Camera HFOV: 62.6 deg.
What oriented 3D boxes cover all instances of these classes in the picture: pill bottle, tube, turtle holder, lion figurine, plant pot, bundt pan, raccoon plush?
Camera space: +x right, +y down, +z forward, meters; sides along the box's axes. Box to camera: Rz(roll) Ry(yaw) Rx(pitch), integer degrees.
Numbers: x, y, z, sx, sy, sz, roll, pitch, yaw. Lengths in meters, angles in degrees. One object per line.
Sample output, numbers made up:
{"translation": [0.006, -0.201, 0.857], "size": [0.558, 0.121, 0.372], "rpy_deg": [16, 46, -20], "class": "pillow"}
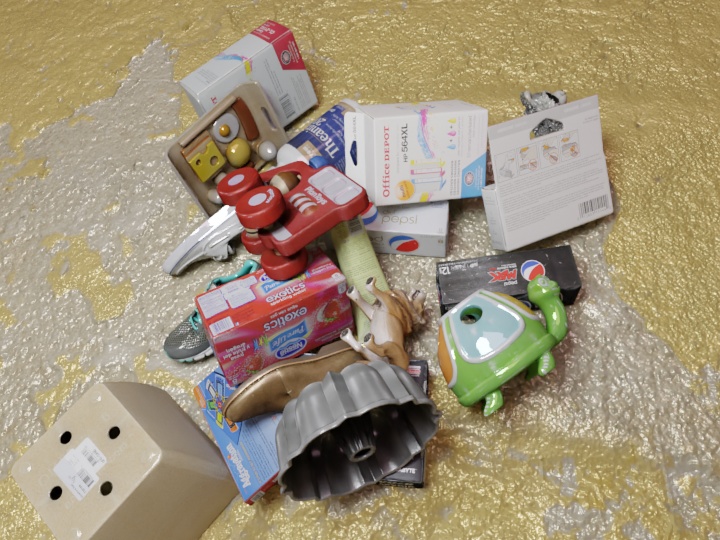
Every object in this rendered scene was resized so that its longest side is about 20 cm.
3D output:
{"translation": [-0.067, -0.180, 0.972], "size": [0.199, 0.112, 0.111], "rpy_deg": [-41, 64, -14], "class": "pill bottle"}
{"translation": [0.000, 0.000, 0.869], "size": [0.057, 0.052, 0.204], "rpy_deg": [-18, 93, 37], "class": "tube"}
{"translation": [0.181, 0.088, 0.764], "size": [0.185, 0.140, 0.133], "rpy_deg": [-41, 74, 22], "class": "turtle holder"}
{"translation": [0.036, 0.085, 0.777], "size": [0.072, 0.122, 0.202], "rpy_deg": [-29, 29, 31], "class": "lion figurine"}
{"translation": [-0.295, 0.255, 0.734], "size": [0.198, 0.178, 0.200], "rpy_deg": [36, 71, 23], "class": "plant pot"}
{"translation": [-0.011, 0.178, 0.678], "size": [0.199, 0.204, 0.076], "rpy_deg": [-25, 52, -7], "class": "bundt pan"}
{"translation": [0.285, -0.208, 0.957], "size": [0.133, 0.097, 0.200], "rpy_deg": [33, 70, 30], "class": "raccoon plush"}

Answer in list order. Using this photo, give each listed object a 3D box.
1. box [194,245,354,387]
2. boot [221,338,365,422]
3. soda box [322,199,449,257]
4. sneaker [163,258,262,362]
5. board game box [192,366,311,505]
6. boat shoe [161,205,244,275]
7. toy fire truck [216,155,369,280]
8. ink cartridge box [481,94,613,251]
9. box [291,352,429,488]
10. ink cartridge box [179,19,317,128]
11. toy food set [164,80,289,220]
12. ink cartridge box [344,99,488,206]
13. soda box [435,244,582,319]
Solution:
{"translation": [-0.117, 0.060, 0.828], "size": [0.197, 0.097, 0.100], "rpy_deg": [-24, 40, -18], "class": "box"}
{"translation": [-0.077, 0.156, 0.752], "size": [0.196, 0.074, 0.076], "rpy_deg": [-20, 61, -17], "class": "boot"}
{"translation": [0.039, -0.070, 0.924], "size": [0.195, 0.069, 0.065], "rpy_deg": [5, 62, 11], "class": "soda box"}
{"translation": [-0.212, 0.052, 0.876], "size": [0.198, 0.092, 0.078], "rpy_deg": [-36, 50, -12], "class": "sneaker"}
{"translation": [-0.152, 0.199, 0.798], "size": [0.102, 0.020, 0.200], "rpy_deg": [-39, 49, -4], "class": "board game box"}
{"translation": [-0.228, -0.049, 0.948], "size": [0.199, 0.074, 0.066], "rpy_deg": [-39, 98, 4], "class": "boat shoe"}
{"translation": [-0.096, -0.095, 0.832], "size": [0.166, 0.114, 0.200], "rpy_deg": [-32, 39, -13], "class": "toy fire truck"}
{"translation": [0.269, -0.143, 0.866], "size": [0.196, 0.045, 0.180], "rpy_deg": [-18, 105, -17], "class": "ink cartridge box"}
{"translation": [-0.008, 0.199, 0.799], "size": [0.195, 0.046, 0.162], "rpy_deg": [1, 62, 9], "class": "box"}
{"translation": [-0.191, -0.311, 1.032], "size": [0.199, 0.147, 0.083], "rpy_deg": [-39, 50, -14], "class": "ink cartridge box"}
{"translation": [-0.209, -0.190, 0.972], "size": [0.060, 0.145, 0.200], "rpy_deg": [26, 66, 39], "class": "toy food set"}
{"translation": [0.076, -0.179, 0.896], "size": [0.195, 0.131, 0.126], "rpy_deg": [-7, 23, -11], "class": "ink cartridge box"}
{"translation": [0.210, 0.020, 0.856], "size": [0.195, 0.064, 0.072], "rpy_deg": [-8, 61, 4], "class": "soda box"}
